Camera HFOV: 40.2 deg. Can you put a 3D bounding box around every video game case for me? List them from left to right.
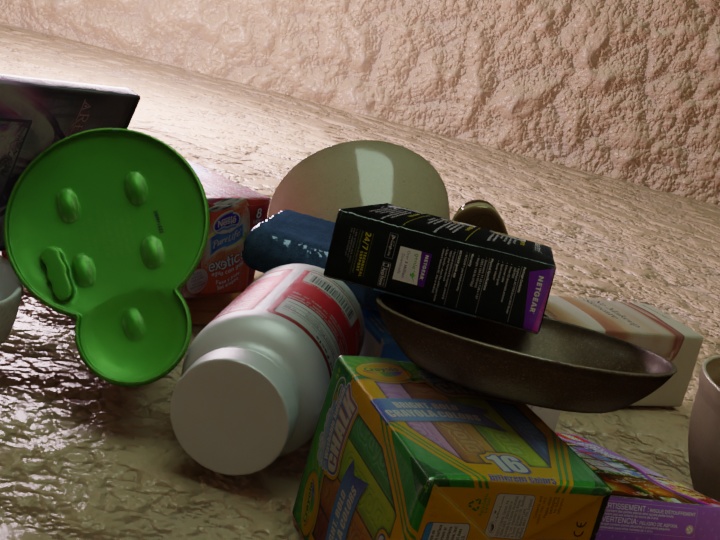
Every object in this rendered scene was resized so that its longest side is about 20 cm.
[{"bbox_3d":[-0.259,-0.077,0.734,0.019,0.143,0.200,36,19,20],"label":"video game case"}]

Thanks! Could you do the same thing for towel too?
[{"bbox_3d":[0.000,0.000,0.878,0.199,0.049,0.112,17,18,15],"label":"towel"}]

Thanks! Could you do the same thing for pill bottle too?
[{"bbox_3d":[-0.068,0.072,0.748,0.112,0.113,0.200,17,18,7],"label":"pill bottle"}]

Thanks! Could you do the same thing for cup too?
[{"bbox_3d":[0.006,-0.012,1.022,0.199,0.201,0.144,10,39,-16],"label":"cup"}]

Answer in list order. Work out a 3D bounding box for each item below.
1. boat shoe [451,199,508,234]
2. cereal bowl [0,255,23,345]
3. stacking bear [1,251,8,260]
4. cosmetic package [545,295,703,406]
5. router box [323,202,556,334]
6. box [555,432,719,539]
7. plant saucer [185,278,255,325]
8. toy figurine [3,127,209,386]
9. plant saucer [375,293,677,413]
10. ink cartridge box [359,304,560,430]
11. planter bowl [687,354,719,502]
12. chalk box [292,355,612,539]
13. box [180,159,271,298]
[{"bbox_3d":[0.128,-0.006,1.053,0.072,0.201,0.072,-12,43,8],"label":"boat shoe"},{"bbox_3d":[-0.346,0.029,0.691,0.199,0.084,0.200,15,14,-4],"label":"cereal bowl"},{"bbox_3d":[-0.299,-0.097,0.912,0.113,0.122,0.200,20,17,-50],"label":"stacking bear"},{"bbox_3d":[0.253,0.085,1.050,0.199,0.088,0.103,5,18,-31],"label":"cosmetic package"},{"bbox_3d":[0.067,-0.008,0.732,0.148,0.051,0.200,15,8,9],"label":"router box"},{"bbox_3d":[0.150,0.155,0.720,0.136,0.039,0.200,10,2,-19],"label":"box"},{"bbox_3d":[-0.196,0.001,1.017,0.199,0.038,0.200,14,17,-4],"label":"plant saucer"},{"bbox_3d":[-0.184,0.014,0.798,0.149,0.201,0.184,-17,-16,-9],"label":"toy figurine"},{"bbox_3d":[0.104,0.055,0.650,0.199,0.037,0.200,12,7,-2],"label":"plant saucer"},{"bbox_3d":[0.075,0.079,0.910,0.199,0.085,0.145,6,18,-23],"label":"ink cartridge box"},{"bbox_3d":[0.342,0.168,0.764,0.199,0.135,0.200,15,16,-4],"label":"planter bowl"},{"bbox_3d":[0.039,0.134,0.620,0.123,0.125,0.200,8,16,-24],"label":"chalk box"},{"bbox_3d":[-0.194,-0.056,0.961,0.199,0.100,0.095,25,19,34],"label":"box"}]
